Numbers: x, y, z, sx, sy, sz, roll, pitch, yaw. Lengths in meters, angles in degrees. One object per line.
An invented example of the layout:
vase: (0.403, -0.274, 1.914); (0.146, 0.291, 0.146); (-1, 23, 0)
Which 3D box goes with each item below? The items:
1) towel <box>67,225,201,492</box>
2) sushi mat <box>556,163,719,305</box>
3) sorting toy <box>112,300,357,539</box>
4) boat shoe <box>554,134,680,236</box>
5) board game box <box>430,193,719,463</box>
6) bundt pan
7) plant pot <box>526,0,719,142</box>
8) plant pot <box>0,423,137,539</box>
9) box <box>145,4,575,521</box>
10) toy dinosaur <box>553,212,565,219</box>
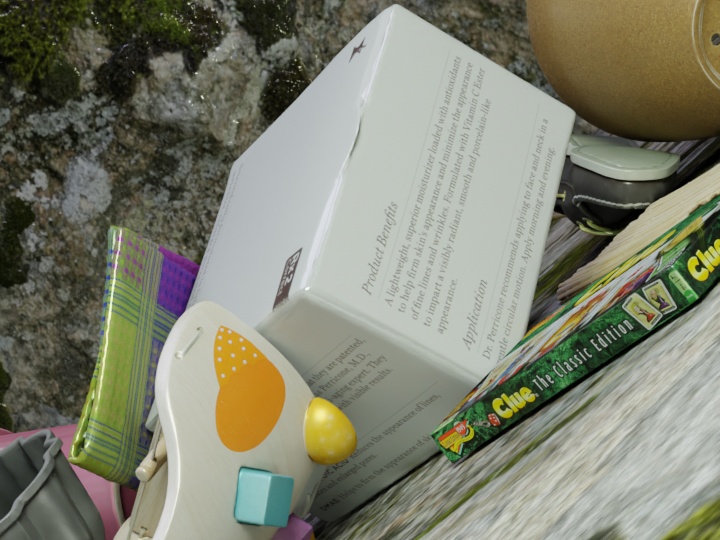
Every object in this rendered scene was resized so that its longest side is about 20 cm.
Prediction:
towel: (-0.109, 0.066, 1.294); (0.023, 0.145, 0.200); (1, -15, 22)
sushi mat: (0.178, -0.032, 1.264); (0.096, 0.012, 0.200); (-41, 0, -20)
sorting toy: (-0.091, 0.155, 1.129); (0.201, 0.106, 0.181); (110, -174, -48)
boat shoe: (0.165, -0.053, 1.463); (0.071, 0.061, 0.201); (3, 8, -5)
board game box: (0.117, 0.020, 1.040); (0.105, 0.024, 0.200); (-39, -1, -41)
bundt pan: (-0.219, 0.181, 1.211); (0.201, 0.076, 0.202); (-37, 12, 10)
plant pot: (0.219, -0.161, 1.382); (0.186, 0.187, 0.200); (-41, 15, -2)
plant pot: (-0.183, 0.177, 1.382); (0.178, 0.201, 0.200); (-23, 9, 26)
box: (0.000, 0.000, 1.233); (0.200, 0.130, 0.200); (-40, 27, 50)
toy dinosaur: (0.083, 0.000, 1.736); (0.200, 0.061, 0.106); (-44, -21, 18)
